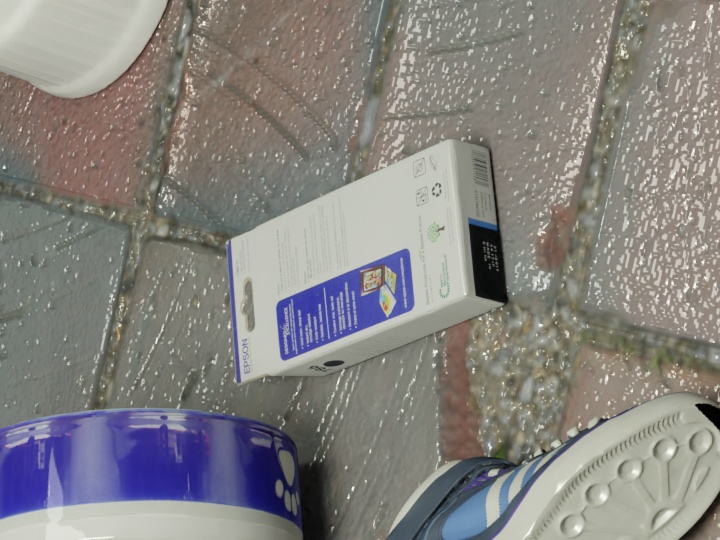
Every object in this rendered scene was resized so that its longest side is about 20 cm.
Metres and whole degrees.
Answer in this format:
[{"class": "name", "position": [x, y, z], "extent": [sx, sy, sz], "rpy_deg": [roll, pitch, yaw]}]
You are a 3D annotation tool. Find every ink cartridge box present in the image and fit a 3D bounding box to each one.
[{"class": "ink cartridge box", "position": [0.000, 0.000, 1.531], "extent": [0.200, 0.039, 0.100], "rpy_deg": [-21, 66, 41]}]

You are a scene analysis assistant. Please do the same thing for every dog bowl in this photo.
[{"class": "dog bowl", "position": [-0.134, 0.145, 1.523], "extent": [0.200, 0.200, 0.079], "rpy_deg": [-21, 63, 43]}]

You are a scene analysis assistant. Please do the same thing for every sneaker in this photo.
[{"class": "sneaker", "position": [0.095, 0.115, 1.373], "extent": [0.200, 0.081, 0.146], "rpy_deg": [-43, 26, 4]}]

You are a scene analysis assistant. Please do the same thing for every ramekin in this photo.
[{"class": "ramekin", "position": [-0.222, -0.227, 1.778], "extent": [0.200, 0.098, 0.201], "rpy_deg": [-14, 71, 45]}]
